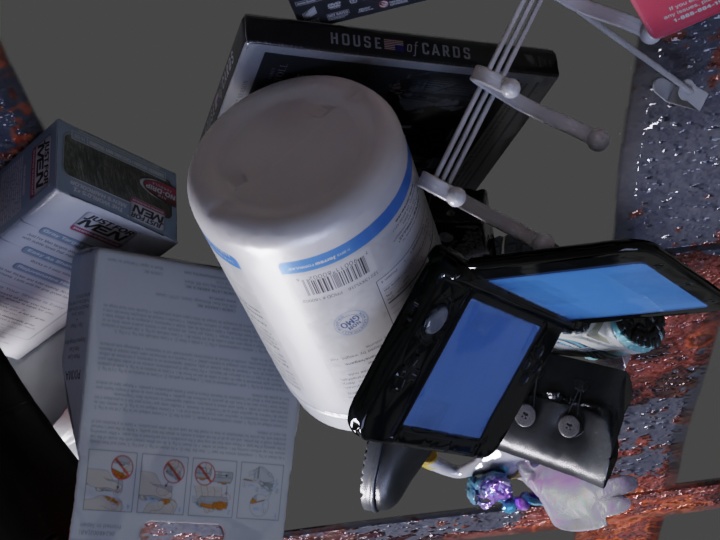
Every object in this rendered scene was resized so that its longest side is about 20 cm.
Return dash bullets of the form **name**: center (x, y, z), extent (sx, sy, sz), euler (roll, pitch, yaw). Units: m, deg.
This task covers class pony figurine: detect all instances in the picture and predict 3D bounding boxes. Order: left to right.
- **pony figurine**: center (0.148, 0.150, 1.174), extent (0.199, 0.168, 0.193), euler (24, 147, -17)

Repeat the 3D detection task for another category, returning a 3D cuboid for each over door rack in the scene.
- **over door rack**: center (0.136, -0.077, 0.788), extent (0.199, 0.066, 0.149), euler (24, 95, -47)

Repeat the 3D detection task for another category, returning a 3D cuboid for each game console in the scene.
- **game console**: center (0.113, 0.054, 0.789), extent (0.200, 0.116, 0.177), euler (22, 98, -59)

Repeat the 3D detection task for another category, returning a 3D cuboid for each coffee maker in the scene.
- **coffee maker**: center (-0.261, 0.122, 0.858), extent (0.134, 0.201, 0.192), euler (-34, 174, -37)

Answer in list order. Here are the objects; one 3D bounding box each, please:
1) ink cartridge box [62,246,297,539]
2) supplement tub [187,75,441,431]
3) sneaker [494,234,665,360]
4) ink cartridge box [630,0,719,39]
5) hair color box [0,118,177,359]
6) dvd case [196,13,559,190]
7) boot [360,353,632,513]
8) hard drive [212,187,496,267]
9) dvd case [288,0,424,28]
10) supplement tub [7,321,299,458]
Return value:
- **ink cartridge box**: center (-0.120, 0.096, 0.873), extent (0.159, 0.202, 0.047), euler (10, 170, -34)
- **supplement tub**: center (-0.015, -0.007, 0.804), extent (0.131, 0.133, 0.201), euler (-12, 140, 9)
- **sneaker**: center (0.150, 0.036, 1.045), extent (0.199, 0.078, 0.086), euler (21, 146, -33)
- **ink cartridge box**: center (0.167, -0.224, 0.635), extent (0.144, 0.084, 0.200), euler (-21, 144, 22)
- **hair color box**: center (-0.226, -0.015, 0.916), extent (0.099, 0.061, 0.199), euler (24, 137, -39)
- **dvd case**: center (0.006, -0.101, 0.838), extent (0.198, 0.025, 0.150), euler (3, 153, -17)
- **boot**: center (0.109, 0.140, 1.070), extent (0.198, 0.167, 0.066), euler (13, -176, 12)
- **hard drive**: center (0.000, 0.000, 0.945), extent (0.198, 0.038, 0.140), euler (-1, 138, 14)
- **dvd case**: center (0.008, -0.213, 0.685), extent (0.145, 0.022, 0.200), euler (-12, 148, 10)
- **supplement tub**: center (-0.162, 0.098, 1.024), extent (0.199, 0.146, 0.144), euler (25, 137, -39)
